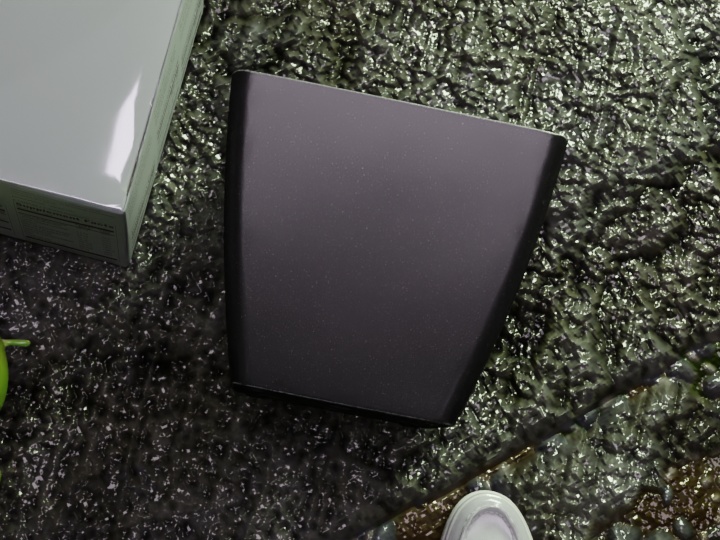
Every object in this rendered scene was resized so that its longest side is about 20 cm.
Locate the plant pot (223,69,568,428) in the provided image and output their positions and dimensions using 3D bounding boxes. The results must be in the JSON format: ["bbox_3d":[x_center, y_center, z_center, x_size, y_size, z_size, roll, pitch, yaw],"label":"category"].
[{"bbox_3d":[0.000,0.000,0.959,0.198,0.200,0.179,12,82,-3],"label":"plant pot"}]

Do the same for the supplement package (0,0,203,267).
[{"bbox_3d":[-0.201,-0.129,1.010,0.154,0.111,0.202,14,71,-2],"label":"supplement package"}]

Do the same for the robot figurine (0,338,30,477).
[{"bbox_3d":[-0.299,0.084,0.928,0.175,0.116,0.200,43,73,9],"label":"robot figurine"}]

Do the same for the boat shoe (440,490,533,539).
[{"bbox_3d":[0.080,0.235,0.952,0.071,0.069,0.202,9,72,-4],"label":"boat shoe"}]
